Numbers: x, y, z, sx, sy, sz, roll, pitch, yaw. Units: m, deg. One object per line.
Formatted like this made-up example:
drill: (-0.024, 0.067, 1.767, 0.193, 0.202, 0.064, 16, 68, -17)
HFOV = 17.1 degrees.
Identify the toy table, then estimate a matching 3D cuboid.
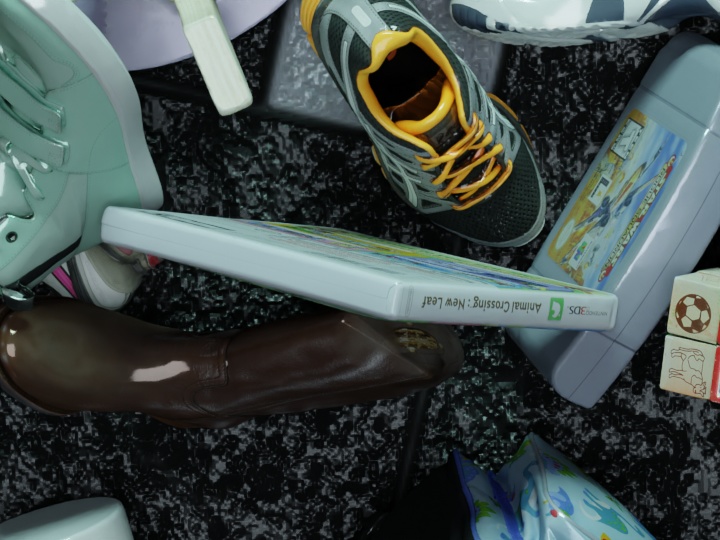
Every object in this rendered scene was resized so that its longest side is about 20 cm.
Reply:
toy table: (-0.103, -0.172, 1.264, 0.200, 0.117, 0.184, -34, 98, 4)

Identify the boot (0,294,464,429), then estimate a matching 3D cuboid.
boot: (-0.066, 0.040, 1.236, 0.199, 0.186, 0.065, -8, 75, 39)

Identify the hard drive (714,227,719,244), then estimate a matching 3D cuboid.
hard drive: (0.292, -0.016, 1.281, 0.199, 0.140, 0.033, 5, 100, -2)

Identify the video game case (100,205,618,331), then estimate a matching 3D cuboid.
video game case: (0.000, 0.000, 1.210, 0.199, 0.182, 0.022, 14, 96, 40)

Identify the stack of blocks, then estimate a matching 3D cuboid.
stack of blocks: (0.254, 0.033, 1.260, 0.115, 0.200, 0.059, 13, 102, 32)

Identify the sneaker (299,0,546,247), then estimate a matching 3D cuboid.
sneaker: (0.040, -0.076, 1.280, 0.078, 0.077, 0.200, -41, 123, 4)

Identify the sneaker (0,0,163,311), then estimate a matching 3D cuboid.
sneaker: (-0.170, -0.060, 1.180, 0.118, 0.201, 0.074, -38, 57, -16)

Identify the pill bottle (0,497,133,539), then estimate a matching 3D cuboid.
pill bottle: (-0.149, 0.236, 1.330, 0.116, 0.116, 0.201, -15, 100, 2)

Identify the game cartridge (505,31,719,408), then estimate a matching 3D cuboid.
game cartridge: (0.149, -0.030, 1.281, 0.041, 0.133, 0.201, 29, 97, -12)

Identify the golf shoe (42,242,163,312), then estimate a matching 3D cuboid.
golf shoe: (-0.203, -0.047, 1.305, 0.200, 0.073, 0.092, 42, 98, -7)

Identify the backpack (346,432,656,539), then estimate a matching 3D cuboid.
backpack: (0.108, 0.199, 1.294, 0.147, 0.183, 0.200, -41, 103, 7)

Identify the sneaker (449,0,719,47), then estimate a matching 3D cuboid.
sneaker: (0.144, -0.193, 1.287, 0.198, 0.079, 0.130, -5, 87, 12)
